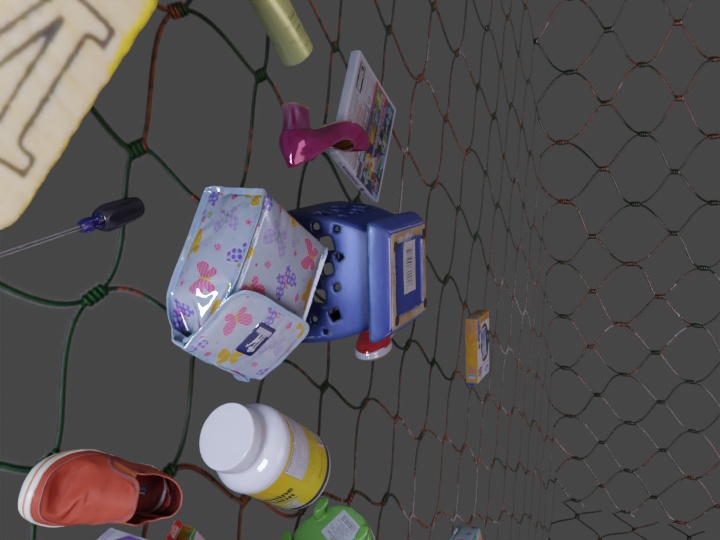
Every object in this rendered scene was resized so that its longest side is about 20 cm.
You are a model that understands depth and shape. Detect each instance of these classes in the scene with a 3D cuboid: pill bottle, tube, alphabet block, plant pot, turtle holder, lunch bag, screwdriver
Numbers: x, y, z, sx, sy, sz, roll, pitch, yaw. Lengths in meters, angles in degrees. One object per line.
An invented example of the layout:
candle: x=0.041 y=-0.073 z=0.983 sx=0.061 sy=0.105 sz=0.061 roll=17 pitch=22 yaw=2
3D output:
pill bottle: x=-0.125 y=0.244 z=0.906 sx=0.200 sy=0.109 sz=0.115 roll=48 pitch=51 yaw=-54
tube: x=-0.128 y=-0.372 z=0.916 sx=0.202 sy=0.051 sz=0.059 roll=58 pitch=2 yaw=-42
alphabet block: x=-0.283 y=-0.177 z=0.415 sx=0.199 sy=0.192 sz=0.200 roll=-59 pitch=145 yaw=-11
plant pot: x=0.000 y=0.000 z=1.065 sx=0.199 sy=0.175 sz=0.206 roll=-19 pitch=109 yaw=-61
turtle holder: x=-0.048 y=0.469 z=1.056 sx=0.188 sy=0.137 sz=0.134 roll=-64 pitch=146 yaw=-41
lunch bag: x=-0.138 y=0.025 z=0.849 sx=0.170 sy=0.124 sz=0.205 roll=43 pitch=61 yaw=-54
screwdriver: x=-0.284 y=-0.038 z=0.656 sx=0.199 sy=0.028 sz=0.029 roll=-33 pitch=122 yaw=-55
lunch bag: x=0.265 y=0.784 z=1.796 sx=0.159 sy=0.075 sz=0.206 roll=-14 pitch=105 yaw=-61

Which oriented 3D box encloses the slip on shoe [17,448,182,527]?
slip on shoe: x=-0.256 y=0.226 z=0.695 sx=0.199 sy=0.060 sz=0.076 roll=37 pitch=62 yaw=-58

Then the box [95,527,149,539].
box: x=-0.252 y=0.328 z=0.628 sx=0.199 sy=0.133 sz=0.040 roll=-34 pitch=122 yaw=-57

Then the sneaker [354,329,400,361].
sneaker: x=0.035 y=0.079 z=1.262 sx=0.200 sy=0.069 sz=0.116 roll=-50 pitch=140 yaw=-61

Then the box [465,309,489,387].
box: x=0.329 y=0.223 z=1.912 sx=0.118 sy=0.040 sz=0.206 roll=-21 pitch=109 yaw=-62

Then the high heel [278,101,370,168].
high heel: x=-0.049 y=-0.186 z=1.052 sx=0.198 sy=0.066 sz=0.099 roll=12 pitch=73 yaw=-56

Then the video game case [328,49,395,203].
video game case: x=0.007 y=-0.254 z=1.229 sx=0.182 sy=0.022 sz=0.205 roll=43 pitch=54 yaw=-57

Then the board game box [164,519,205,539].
board game box: x=-0.204 y=0.406 z=0.860 sx=0.097 sy=0.029 sz=0.203 roll=-64 pitch=143 yaw=-38
